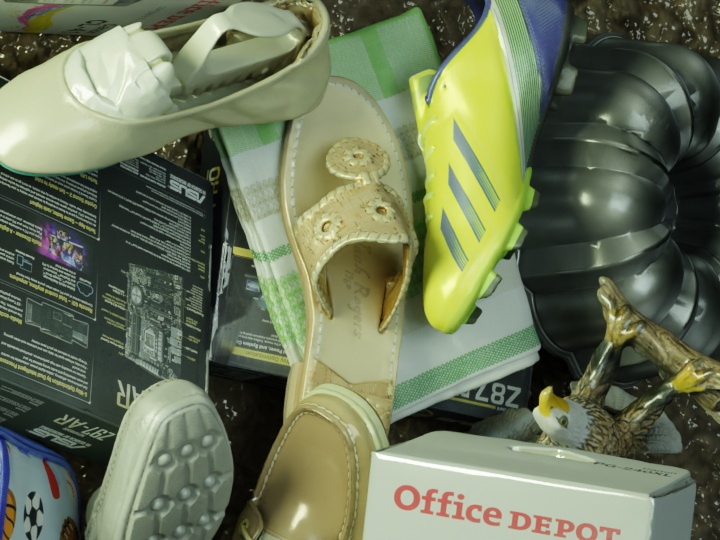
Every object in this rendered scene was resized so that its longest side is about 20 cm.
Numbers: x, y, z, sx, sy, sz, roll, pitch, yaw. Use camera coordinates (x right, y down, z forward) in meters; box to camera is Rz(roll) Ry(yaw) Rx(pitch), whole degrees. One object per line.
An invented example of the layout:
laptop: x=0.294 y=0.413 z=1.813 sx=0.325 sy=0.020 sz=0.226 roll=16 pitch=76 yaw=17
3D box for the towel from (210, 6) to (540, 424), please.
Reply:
towel: x=0.005 y=-0.024 z=1.508 sx=0.149 sy=0.031 sz=0.201 roll=-21 pitch=93 yaw=-30

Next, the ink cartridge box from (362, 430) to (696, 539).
ink cartridge box: x=0.071 y=0.186 z=1.359 sx=0.083 sy=0.144 sz=0.201 roll=-5 pitch=102 yaw=-68

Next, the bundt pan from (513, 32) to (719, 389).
bundt pan: x=0.169 y=-0.034 z=1.593 sx=0.201 sy=0.076 sz=0.203 roll=2 pitch=88 yaw=-47

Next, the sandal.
sandal: x=0.005 y=0.001 z=1.447 sx=0.077 sy=0.070 sz=0.213 roll=8 pitch=78 yaw=-27

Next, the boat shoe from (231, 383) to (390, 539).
boat shoe: x=-0.035 y=0.154 z=1.412 sx=0.066 sy=0.074 sz=0.201 roll=-18 pitch=125 yaw=-53

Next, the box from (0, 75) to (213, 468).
box: x=-0.157 y=-0.002 z=1.402 sx=0.200 sy=0.043 sz=0.161 roll=25 pitch=54 yaw=-41

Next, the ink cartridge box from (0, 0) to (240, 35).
ink cartridge box: x=-0.160 y=-0.170 z=1.415 sx=0.199 sy=0.147 sz=0.086 roll=1 pitch=82 yaw=-28

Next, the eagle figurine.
eagle figurine: x=0.101 y=0.107 z=1.480 sx=0.151 sy=0.152 sz=0.200 roll=42 pitch=80 yaw=-28

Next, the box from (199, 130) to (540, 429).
box: x=0.006 y=-0.009 z=1.546 sx=0.199 sy=0.049 sz=0.162 roll=12 pitch=77 yaw=-28

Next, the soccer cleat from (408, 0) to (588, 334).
soccer cleat: x=0.056 y=-0.063 z=1.498 sx=0.083 sy=0.065 sz=0.201 roll=20 pitch=70 yaw=-5

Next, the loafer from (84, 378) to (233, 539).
loafer: x=-0.107 y=0.123 z=1.393 sx=0.070 sy=0.201 sz=0.070 roll=-19 pitch=50 yaw=-32

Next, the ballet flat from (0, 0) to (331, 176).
ballet flat: x=-0.093 y=-0.098 z=1.401 sx=0.199 sy=0.069 sz=0.070 roll=-17 pitch=93 yaw=-37

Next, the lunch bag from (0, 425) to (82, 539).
lunch bag: x=-0.193 y=0.173 z=1.349 sx=0.075 sy=0.160 sz=0.201 roll=2 pitch=77 yaw=14
